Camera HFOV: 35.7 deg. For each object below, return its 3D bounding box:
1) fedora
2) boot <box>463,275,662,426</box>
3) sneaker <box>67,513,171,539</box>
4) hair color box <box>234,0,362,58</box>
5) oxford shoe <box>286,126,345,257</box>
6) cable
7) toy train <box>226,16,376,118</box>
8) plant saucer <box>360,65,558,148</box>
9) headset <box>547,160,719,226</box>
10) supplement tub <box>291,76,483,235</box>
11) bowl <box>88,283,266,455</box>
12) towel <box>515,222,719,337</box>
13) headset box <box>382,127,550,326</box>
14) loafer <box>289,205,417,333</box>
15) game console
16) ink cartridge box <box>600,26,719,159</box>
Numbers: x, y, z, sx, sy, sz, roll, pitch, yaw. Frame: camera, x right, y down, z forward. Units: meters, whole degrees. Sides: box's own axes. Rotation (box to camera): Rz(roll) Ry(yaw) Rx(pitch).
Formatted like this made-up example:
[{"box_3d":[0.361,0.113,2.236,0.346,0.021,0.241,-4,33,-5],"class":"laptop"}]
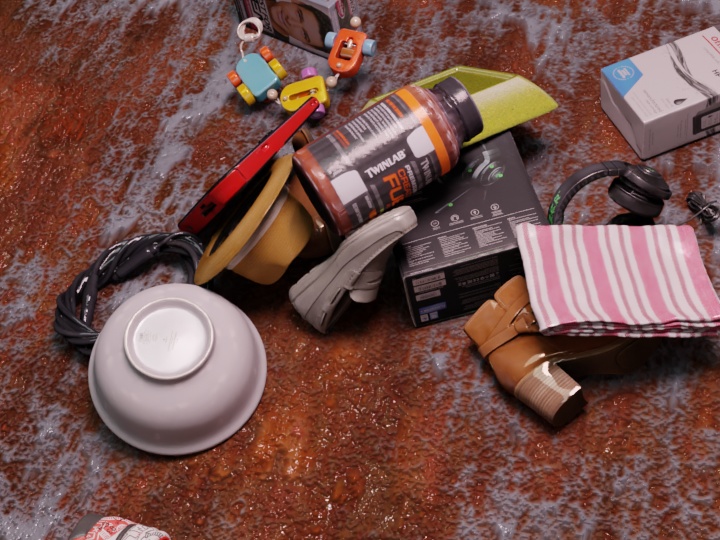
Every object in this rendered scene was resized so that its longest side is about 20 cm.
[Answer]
[{"box_3d":[-0.109,-0.042,1.282,0.082,0.200,0.201,37,58,-12],"class":"fedora"},{"box_3d":[0.222,0.054,1.190,0.200,0.074,0.155,-34,53,-14],"class":"boot"},{"box_3d":[-0.253,0.331,1.074,0.107,0.067,0.202,5,50,20],"class":"sneaker"},{"box_3d":[-0.094,-0.380,1.601,0.199,0.099,0.061,27,60,30],"class":"hair color box"},{"box_3d":[-0.070,-0.100,1.388,0.071,0.071,0.201,-16,51,6],"class":"oxford shoe"},{"box_3d":[-0.270,0.026,1.347,0.163,0.051,0.200,29,65,36],"class":"cable"},{"box_3d":[-0.080,-0.275,1.524,0.199,0.056,0.151,11,75,18],"class":"toy train"},{"box_3d":[0.106,-0.202,1.373,0.199,0.048,0.200,-24,24,-21],"class":"plant saucer"},{"box_3d":[0.304,-0.066,1.253,0.199,0.124,0.094,-1,27,-8],"class":"headset"},{"box_3d":[0.033,-0.130,1.211,0.200,0.107,0.107,-32,51,-5],"class":"supplement tub"},{"box_3d":[-0.202,0.090,1.213,0.200,0.090,0.202,1,62,-2],"class":"bowl"},{"box_3d":[0.265,0.004,1.148,0.199,0.030,0.147,1,46,-9],"class":"towel"},{"box_3d":[0.115,-0.058,1.294,0.173,0.093,0.201,-16,49,0],"class":"headset box"},{"box_3d":[0.000,0.000,1.230,0.070,0.200,0.070,53,41,5],"class":"loafer"},{"box_3d":[-0.140,-0.124,1.361,0.031,0.200,0.177,43,64,-9],"class":"game console"},{"box_3d":[0.412,-0.228,1.385,0.199,0.067,0.116,-21,49,-5],"class":"ink cartridge box"}]
